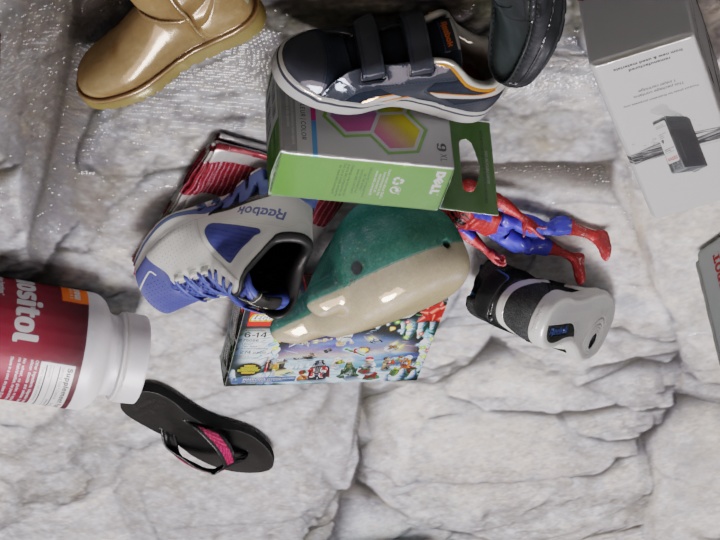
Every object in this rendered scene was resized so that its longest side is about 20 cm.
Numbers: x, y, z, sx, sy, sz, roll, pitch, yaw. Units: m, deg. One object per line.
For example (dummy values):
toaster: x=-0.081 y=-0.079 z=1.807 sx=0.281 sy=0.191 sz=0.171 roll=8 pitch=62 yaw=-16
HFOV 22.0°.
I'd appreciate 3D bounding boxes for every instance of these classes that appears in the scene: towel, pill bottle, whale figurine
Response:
towel: x=-0.107 y=-0.041 z=1.683 sx=0.143 sy=0.023 sz=0.200 roll=14 pitch=139 yaw=-23
pill bottle: x=-0.302 y=0.068 z=1.732 sx=0.199 sy=0.113 sz=0.113 roll=10 pitch=141 yaw=-19
whale figurine: x=0.000 y=0.000 z=1.639 sx=0.200 sy=0.104 sz=0.159 roll=-26 pitch=172 yaw=40

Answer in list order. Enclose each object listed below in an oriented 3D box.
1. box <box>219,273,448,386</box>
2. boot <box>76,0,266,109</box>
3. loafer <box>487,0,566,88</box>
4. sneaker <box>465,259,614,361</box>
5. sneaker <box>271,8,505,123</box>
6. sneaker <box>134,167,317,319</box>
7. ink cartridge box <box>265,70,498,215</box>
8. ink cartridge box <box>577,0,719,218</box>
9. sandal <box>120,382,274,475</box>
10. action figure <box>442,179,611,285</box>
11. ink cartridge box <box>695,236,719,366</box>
box: x=-0.027 y=0.057 z=1.787 sx=0.199 sy=0.040 sz=0.137 roll=-1 pitch=143 yaw=-15
boot: x=-0.184 y=-0.228 z=1.402 sx=0.175 sy=0.066 sz=0.200 roll=-28 pitch=139 yaw=10
loafer: x=0.120 y=-0.225 z=1.402 sx=0.070 sy=0.068 sz=0.201 roll=-15 pitch=135 yaw=-28
sneaker: x=0.167 y=0.029 z=1.773 sx=0.112 sy=0.073 sz=0.200 roll=26 pitch=-176 yaw=25
sneaker: x=0.030 y=-0.171 z=1.481 sx=0.199 sy=0.079 sz=0.079 roll=2 pitch=149 yaw=-27
sneaker: x=-0.114 y=-0.004 z=1.619 sx=0.199 sy=0.116 sz=0.080 roll=-31 pitch=136 yaw=27
ink cartridge box: x=0.023 y=-0.110 z=1.536 sx=0.199 sy=0.104 sz=0.059 roll=5 pitch=143 yaw=-12
ink cartridge box: x=0.234 y=-0.160 z=1.457 sx=0.083 sy=0.145 sz=0.200 roll=-15 pitch=142 yaw=14
sandal: x=-0.172 y=0.179 z=1.944 sx=0.075 sy=0.045 sz=0.200 roll=-31 pitch=135 yaw=30
action figure: x=0.135 y=-0.038 z=1.692 sx=0.199 sy=0.052 sz=0.065 roll=20 pitch=140 yaw=-25
ink cartridge box: x=0.415 y=0.003 z=1.687 sx=0.083 sy=0.146 sz=0.200 roll=21 pitch=137 yaw=-33
